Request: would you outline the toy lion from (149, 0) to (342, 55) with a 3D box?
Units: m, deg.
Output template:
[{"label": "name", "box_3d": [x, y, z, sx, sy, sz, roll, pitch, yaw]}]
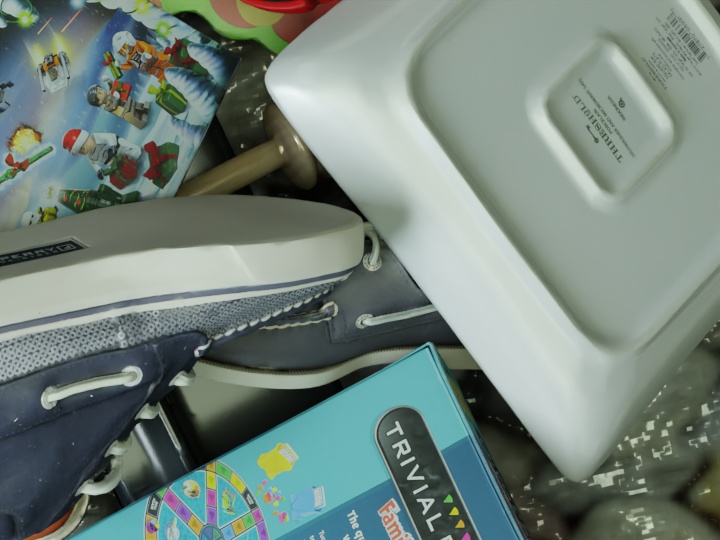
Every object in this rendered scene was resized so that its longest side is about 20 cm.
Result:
[{"label": "toy lion", "box_3d": [-0.055, -0.164, 0.820, 0.199, 0.069, 0.193, -31, 103, -3]}]

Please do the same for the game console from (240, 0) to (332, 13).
[{"label": "game console", "box_3d": [-0.007, -0.210, 0.744, 0.176, 0.031, 0.201, -23, 98, 10]}]

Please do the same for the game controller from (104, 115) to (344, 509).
[{"label": "game controller", "box_3d": [-0.078, 0.015, 0.839, 0.104, 0.042, 0.201, -27, 96, -18]}]

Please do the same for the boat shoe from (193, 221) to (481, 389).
[{"label": "boat shoe", "box_3d": [0.000, 0.000, 0.798, 0.198, 0.073, 0.063, 0, 125, -27]}]

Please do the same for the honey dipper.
[{"label": "honey dipper", "box_3d": [-0.075, -0.023, 0.801, 0.199, 0.038, 0.038, -29, 96, -17]}]

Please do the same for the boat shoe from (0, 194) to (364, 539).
[{"label": "boat shoe", "box_3d": [-0.089, 0.033, 0.711, 0.198, 0.075, 0.094, -10, 109, -25]}]

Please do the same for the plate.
[{"label": "plate", "box_3d": [0.089, -0.056, 0.804, 0.200, 0.032, 0.200, -43, 100, -30]}]

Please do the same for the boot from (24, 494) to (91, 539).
[{"label": "boot", "box_3d": [-0.187, 0.043, 0.791, 0.200, 0.107, 0.075, 40, 87, -8]}]

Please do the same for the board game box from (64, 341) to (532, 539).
[{"label": "board game box", "box_3d": [-0.027, 0.141, 0.761, 0.199, 0.047, 0.152, -28, 58, 4]}]

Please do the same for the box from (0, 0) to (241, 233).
[{"label": "box", "box_3d": [-0.145, -0.022, 0.736, 0.136, 0.040, 0.201, 29, 78, -22]}]
